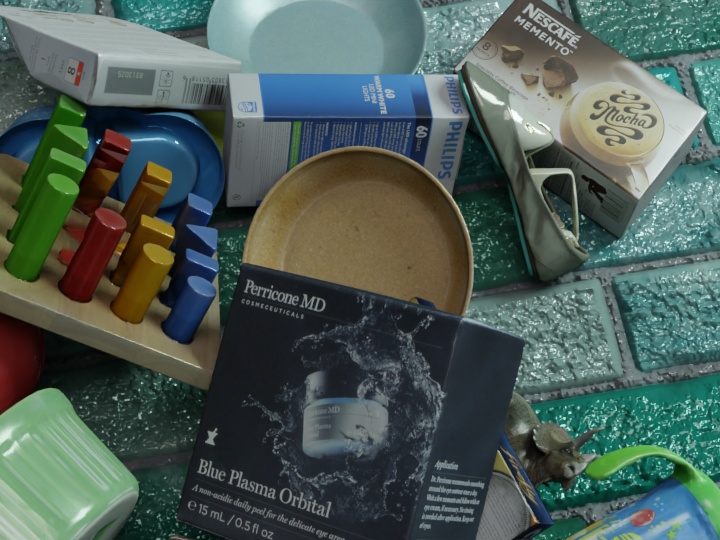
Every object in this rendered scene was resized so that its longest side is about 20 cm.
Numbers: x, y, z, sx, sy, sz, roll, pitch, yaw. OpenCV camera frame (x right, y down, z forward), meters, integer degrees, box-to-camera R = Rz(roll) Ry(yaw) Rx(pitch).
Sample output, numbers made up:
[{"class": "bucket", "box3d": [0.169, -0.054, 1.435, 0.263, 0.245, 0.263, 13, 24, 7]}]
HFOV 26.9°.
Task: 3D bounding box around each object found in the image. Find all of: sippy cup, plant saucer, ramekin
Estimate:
[{"class": "sippy cup", "box3d": [0.215, 0.233, 1.128, 0.129, 0.140, 0.179, -18, 65, -9]}, {"class": "plant saucer", "box3d": [-0.039, -0.207, 1.362, 0.199, 0.039, 0.203, 1, 58, -1]}, {"class": "plant saucer", "box3d": [0.000, 0.000, 1.242, 0.198, 0.035, 0.203, 0, 88, 17]}, {"class": "ramekin", "box3d": [-0.252, 0.193, 1.089, 0.097, 0.200, 0.200, 39, 69, 7]}]

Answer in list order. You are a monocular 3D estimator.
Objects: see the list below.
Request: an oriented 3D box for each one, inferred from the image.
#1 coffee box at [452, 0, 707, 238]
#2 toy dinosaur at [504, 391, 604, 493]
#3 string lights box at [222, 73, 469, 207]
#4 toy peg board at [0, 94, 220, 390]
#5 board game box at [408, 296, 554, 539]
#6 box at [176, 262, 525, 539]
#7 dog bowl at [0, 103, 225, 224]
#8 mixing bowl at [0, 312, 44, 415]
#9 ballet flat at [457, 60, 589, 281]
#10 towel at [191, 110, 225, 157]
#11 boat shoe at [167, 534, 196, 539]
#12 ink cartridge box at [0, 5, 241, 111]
[{"class": "coffee box", "box3d": [0.187, -0.139, 1.329, 0.199, 0.080, 0.113, 37, 69, 13]}, {"class": "toy dinosaur", "box3d": [0.107, 0.133, 1.210, 0.102, 0.077, 0.200, -35, 46, -16]}, {"class": "string lights box", "box3d": [-0.015, -0.110, 1.276, 0.198, 0.103, 0.059, -1, 47, -11]}, {"class": "toy peg board", "box3d": [-0.184, -0.033, 1.160, 0.198, 0.098, 0.201, 23, 26, -19]}, {"class": "board game box", "box3d": [0.043, 0.142, 1.160, 0.135, 0.035, 0.201, -36, 66, 19]}, {"class": "box", "box3d": [-0.008, 0.117, 1.106, 0.195, 0.117, 0.202, 13, 86, 30]}, {"class": "dog bowl", "box3d": [-0.214, -0.089, 1.270, 0.198, 0.112, 0.050, -4, 32, -5]}, {"class": "mixing bowl", "box3d": [-0.311, 0.053, 1.166, 0.107, 0.200, 0.202, -9, 64, -31]}, {"class": "ballet flat", "box3d": [0.143, -0.090, 1.268, 0.063, 0.067, 0.202, -19, 104, 12]}, {"class": "towel", "box3d": [-0.121, -0.129, 1.341, 0.198, 0.018, 0.087, -5, 66, -6]}, {"class": "boat shoe", "box3d": [-0.062, 0.245, 1.143, 0.198, 0.072, 0.060, 23, 60, 3]}, {"class": "ink cartridge box", "box3d": [-0.224, -0.181, 1.276, 0.199, 0.161, 0.051, 21, 106, 39]}]
